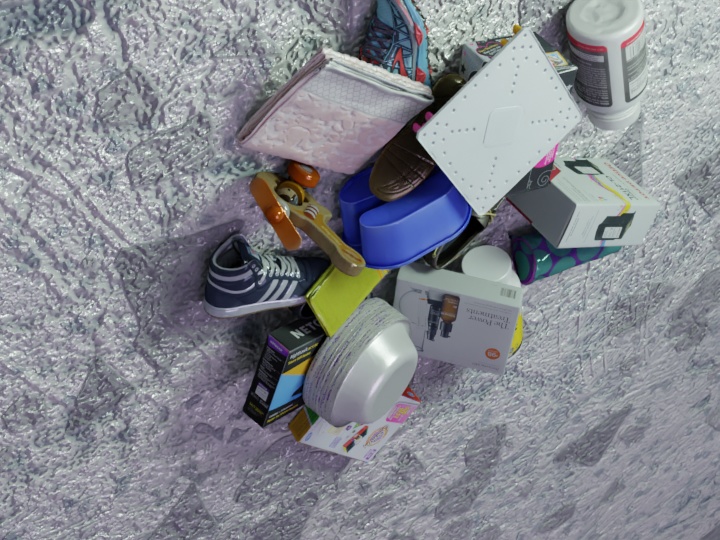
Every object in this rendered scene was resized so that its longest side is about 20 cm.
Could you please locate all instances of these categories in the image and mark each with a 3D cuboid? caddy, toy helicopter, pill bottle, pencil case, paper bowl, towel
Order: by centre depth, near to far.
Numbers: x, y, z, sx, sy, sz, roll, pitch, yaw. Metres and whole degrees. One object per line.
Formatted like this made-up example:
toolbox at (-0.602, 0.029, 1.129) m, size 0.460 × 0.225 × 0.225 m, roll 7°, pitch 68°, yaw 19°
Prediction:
towel at (-0.031, -0.198, 1.512) m, size 0.198 × 0.033 × 0.191 m, roll 11°, pitch 143°, yaw -41°
toy helicopter at (-0.071, -0.064, 1.524) m, size 0.079 × 0.200 × 0.132 m, roll -55°, pitch 155°, yaw 20°
caddy at (0.063, -0.082, 1.659) m, size 0.198 × 0.142 × 0.106 m, roll -29°, pitch 136°, yaw -12°
towel at (0.000, 0.000, 1.709) m, size 0.200 × 0.018 × 0.087 m, roll -49°, pitch 127°, yaw -25°
pill bottle at (0.365, -0.304, 1.710) m, size 0.110 × 0.111 × 0.201 m, roll -31°, pitch 140°, yaw -9°
paper bowl at (0.010, 0.152, 1.778) m, size 0.201 × 0.104 × 0.202 m, roll -46°, pitch 158°, yaw -24°
pill bottle at (0.213, 0.056, 1.929) m, size 0.110 × 0.112 × 0.202 m, roll -27°, pitch 138°, yaw -14°
pencil case at (0.347, -0.045, 1.960) m, size 0.198 × 0.092 × 0.086 m, roll -18°, pitch 102°, yaw -20°

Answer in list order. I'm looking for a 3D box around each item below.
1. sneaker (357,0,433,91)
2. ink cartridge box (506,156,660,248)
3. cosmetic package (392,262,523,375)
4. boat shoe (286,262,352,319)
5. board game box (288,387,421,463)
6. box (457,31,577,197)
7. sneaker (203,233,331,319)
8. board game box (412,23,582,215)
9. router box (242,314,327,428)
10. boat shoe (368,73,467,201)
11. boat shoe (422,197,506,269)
sneaker at (0.038, -0.282, 1.501) m, size 0.095 × 0.080 × 0.201 m, roll -27°, pitch 139°, yaw -11°
ink cartridge box at (0.354, -0.111, 1.855) m, size 0.198 × 0.146 × 0.084 m, roll -3°, pitch 127°, yaw -36°
cosmetic package at (0.148, 0.077, 1.853) m, size 0.197 × 0.052 × 0.152 m, roll 13°, pitch 132°, yaw 7°
boat shoe at (-0.026, 0.018, 1.746) m, size 0.198 × 0.062 × 0.075 m, roll -23°, pitch 136°, yaw -21°
board game box at (-0.008, 0.245, 1.989) m, size 0.153 × 0.040 × 0.199 m, roll -49°, pitch 140°, yaw 12°
box at (0.206, -0.219, 1.663) m, size 0.131 × 0.115 × 0.202 m, roll -14°, pitch 132°, yaw -26°
sneaker at (-0.126, -0.004, 1.641) m, size 0.197 × 0.070 × 0.109 m, roll -16°, pitch 137°, yaw -22°
board game box at (0.184, -0.198, 1.556) m, size 0.200 × 0.026 × 0.200 m, roll -44°, pitch 137°, yaw 2°
router box at (-0.083, 0.136, 1.770) m, size 0.199 × 0.051 × 0.151 m, roll -26°, pitch 143°, yaw -50°
boat shoe at (0.080, -0.181, 1.611) m, size 0.073 × 0.065 × 0.201 m, roll 40°, pitch 87°, yaw -12°
boat shoe at (0.174, -0.083, 1.807) m, size 0.201 × 0.061 × 0.072 m, roll -43°, pitch 141°, yaw 5°
